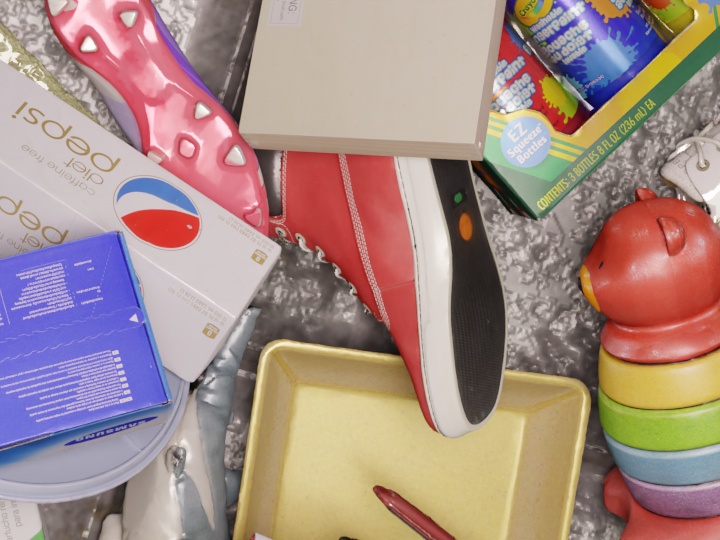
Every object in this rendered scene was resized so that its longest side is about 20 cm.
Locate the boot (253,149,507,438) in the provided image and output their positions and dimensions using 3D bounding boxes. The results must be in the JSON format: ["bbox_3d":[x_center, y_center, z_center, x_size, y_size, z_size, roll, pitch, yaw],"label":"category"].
[{"bbox_3d":[0.000,0.000,1.175,0.144,0.072,0.201,-8,98,30],"label":"boot"}]

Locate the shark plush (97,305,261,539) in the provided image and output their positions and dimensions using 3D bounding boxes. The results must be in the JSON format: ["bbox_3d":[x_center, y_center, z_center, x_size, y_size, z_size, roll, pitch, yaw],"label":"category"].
[{"bbox_3d":[-0.096,0.119,1.208,0.083,0.091,0.201,13,79,-35],"label":"shark plush"}]

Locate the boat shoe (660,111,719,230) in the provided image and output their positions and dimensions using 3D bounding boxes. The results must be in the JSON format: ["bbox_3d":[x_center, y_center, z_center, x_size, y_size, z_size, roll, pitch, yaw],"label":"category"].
[{"bbox_3d":[0.212,-0.053,1.221,0.069,0.071,0.201,14,95,-12],"label":"boat shoe"}]

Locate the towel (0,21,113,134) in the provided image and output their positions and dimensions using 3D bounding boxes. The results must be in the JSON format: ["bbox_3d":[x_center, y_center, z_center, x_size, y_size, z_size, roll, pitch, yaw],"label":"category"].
[{"bbox_3d":[-0.202,-0.039,1.169,0.200,0.036,0.148,43,87,-11],"label":"towel"}]

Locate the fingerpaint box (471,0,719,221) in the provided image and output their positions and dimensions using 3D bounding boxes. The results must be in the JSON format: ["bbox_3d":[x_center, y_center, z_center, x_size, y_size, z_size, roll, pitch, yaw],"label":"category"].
[{"bbox_3d":[0.114,-0.157,1.191,0.200,0.073,0.167,-42,100,-3],"label":"fingerpaint box"}]

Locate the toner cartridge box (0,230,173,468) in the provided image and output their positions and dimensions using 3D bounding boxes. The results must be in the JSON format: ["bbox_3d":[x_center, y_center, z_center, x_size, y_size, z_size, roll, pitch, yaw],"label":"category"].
[{"bbox_3d":[-0.201,0.052,1.009,0.199,0.043,0.095,-14,75,-13],"label":"toner cartridge box"}]

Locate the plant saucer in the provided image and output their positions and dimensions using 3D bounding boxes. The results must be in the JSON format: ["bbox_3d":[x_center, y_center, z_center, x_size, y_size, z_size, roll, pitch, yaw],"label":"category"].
[{"bbox_3d":[0.022,0.147,1.223,0.199,0.048,0.201,8,95,-11],"label":"plant saucer"}]

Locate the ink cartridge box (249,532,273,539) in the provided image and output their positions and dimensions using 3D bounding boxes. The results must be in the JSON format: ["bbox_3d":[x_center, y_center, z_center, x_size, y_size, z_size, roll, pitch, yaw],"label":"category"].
[{"bbox_3d":[-0.072,0.249,1.147,0.175,0.084,0.200,27,123,-17],"label":"ink cartridge box"}]

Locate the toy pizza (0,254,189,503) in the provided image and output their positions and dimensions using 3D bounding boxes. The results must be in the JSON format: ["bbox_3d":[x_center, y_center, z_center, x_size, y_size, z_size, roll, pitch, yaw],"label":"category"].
[{"bbox_3d":[-0.187,0.038,1.096,0.200,0.032,0.201,16,50,-19],"label":"toy pizza"}]

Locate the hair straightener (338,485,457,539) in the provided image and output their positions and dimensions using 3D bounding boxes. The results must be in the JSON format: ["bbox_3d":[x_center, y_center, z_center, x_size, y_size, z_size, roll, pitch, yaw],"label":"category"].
[{"bbox_3d":[0.066,0.210,1.199,0.200,0.041,0.077,37,89,-16],"label":"hair straightener"}]

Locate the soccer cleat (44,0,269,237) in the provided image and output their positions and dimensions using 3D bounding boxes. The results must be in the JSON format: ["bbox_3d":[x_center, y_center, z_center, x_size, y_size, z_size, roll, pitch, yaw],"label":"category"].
[{"bbox_3d":[-0.111,-0.090,1.158,0.067,0.076,0.200,-31,101,5],"label":"soccer cleat"}]

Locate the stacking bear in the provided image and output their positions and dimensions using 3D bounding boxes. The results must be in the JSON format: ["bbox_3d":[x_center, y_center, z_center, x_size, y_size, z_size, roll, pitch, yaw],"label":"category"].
[{"bbox_3d":[0.179,0.054,1.175,0.113,0.122,0.201,-13,112,5],"label":"stacking bear"}]

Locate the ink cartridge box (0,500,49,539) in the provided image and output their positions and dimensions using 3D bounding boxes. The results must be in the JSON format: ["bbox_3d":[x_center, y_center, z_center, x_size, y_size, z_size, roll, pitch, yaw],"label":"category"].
[{"bbox_3d":[-0.275,0.148,1.137,0.199,0.083,0.147,-12,114,-8],"label":"ink cartridge box"}]

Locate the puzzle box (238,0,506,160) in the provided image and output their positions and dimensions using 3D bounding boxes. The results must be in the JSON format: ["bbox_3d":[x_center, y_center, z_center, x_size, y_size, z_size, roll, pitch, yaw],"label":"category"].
[{"bbox_3d":[0.015,-0.158,1.123,0.133,0.025,0.201,4,71,17],"label":"puzzle box"}]

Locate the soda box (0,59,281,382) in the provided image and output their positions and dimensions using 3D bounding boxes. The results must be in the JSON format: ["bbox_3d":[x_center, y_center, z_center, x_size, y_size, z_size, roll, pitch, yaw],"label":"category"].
[{"bbox_3d":[-0.147,-0.029,1.102,0.200,0.068,0.064,33,132,-2],"label":"soda box"}]
